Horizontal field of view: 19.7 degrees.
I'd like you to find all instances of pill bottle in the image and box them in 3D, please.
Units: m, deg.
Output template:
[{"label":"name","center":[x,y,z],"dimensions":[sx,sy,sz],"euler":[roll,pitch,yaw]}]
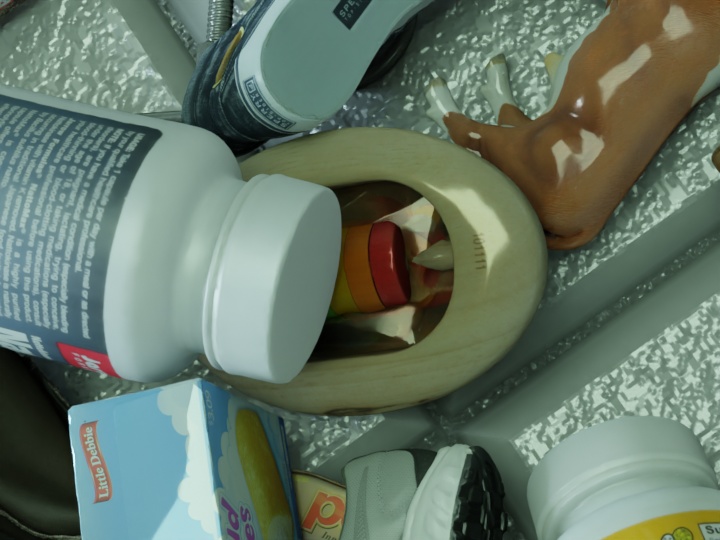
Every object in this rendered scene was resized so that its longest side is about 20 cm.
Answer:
[{"label":"pill bottle","center":[-0.117,-0.014,0.936],"dimensions":[0.200,0.120,0.120],"euler":[13,81,15]},{"label":"pill bottle","center":[0.137,0.164,0.880],"dimensions":[0.113,0.113,0.200],"euler":[-25,49,10]}]

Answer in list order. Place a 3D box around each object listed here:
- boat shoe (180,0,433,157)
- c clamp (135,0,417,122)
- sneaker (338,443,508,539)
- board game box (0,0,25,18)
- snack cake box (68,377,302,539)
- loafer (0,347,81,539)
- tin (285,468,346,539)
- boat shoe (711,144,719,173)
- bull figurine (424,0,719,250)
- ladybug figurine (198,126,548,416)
[{"label":"boat shoe","center":[-0.014,-0.136,1.025],"dimensions":[0.071,0.091,0.200],"euler":[49,57,-15]},{"label":"c clamp","center":[-0.049,-0.166,1.083],"dimensions":[0.171,0.027,0.200],"euler":[5,79,18]},{"label":"sneaker","center":[0.012,0.175,0.927],"dimensions":[0.079,0.074,0.200],"euler":[2,71,26]},{"label":"board game box","center":[-0.219,-0.228,1.103],"dimensions":[0.200,0.097,0.159],"euler":[-36,70,0]},{"label":"snack cake box","center":[-0.068,0.158,0.924],"dimensions":[0.067,0.115,0.200],"euler":[-13,74,13]},{"label":"loafer","center":[-0.191,0.065,1.017],"dimensions":[0.200,0.071,0.073],"euler":[41,66,1]},{"label":"tin","center":[0.006,0.165,0.981],"dimensions":[0.200,0.042,0.112],"euler":[20,87,20]},{"label":"boat shoe","center":[0.238,-0.105,0.946],"dimensions":[0.074,0.076,0.200],"euler":[38,89,-2]},{"label":"bull figurine","center":[0.128,-0.106,0.997],"dimensions":[0.121,0.065,0.200],"euler":[39,88,25]},{"label":"ladybug figurine","center":[0.000,0.000,0.993],"dimensions":[0.200,0.072,0.136],"euler":[-4,92,25]}]
